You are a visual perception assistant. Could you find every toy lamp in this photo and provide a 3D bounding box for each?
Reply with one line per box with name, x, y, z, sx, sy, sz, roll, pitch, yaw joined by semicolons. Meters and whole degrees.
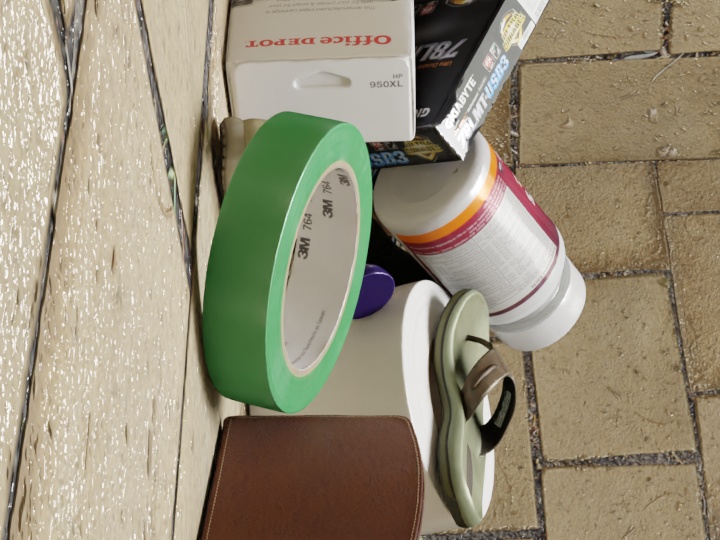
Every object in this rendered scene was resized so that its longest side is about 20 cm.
toy lamp;-0.038;-0.051;1.539;0.058;0.058;0.201;85;-21;-51

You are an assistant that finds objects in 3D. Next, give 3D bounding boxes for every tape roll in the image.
tape roll;-0.047;-0.005;1.310;0.200;0.048;0.203;13;90;-74
tape roll;0.013;0.120;1.570;0.202;0.138;0.205;-13;90;-70

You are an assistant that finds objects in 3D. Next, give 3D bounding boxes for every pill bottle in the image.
pill bottle;0.104;-0.024;1.606;0.200;0.109;0.110;46;31;-39

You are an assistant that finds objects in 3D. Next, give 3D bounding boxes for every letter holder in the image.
letter holder;-0.026;0.183;1.265;0.200;0.141;0.102;-87;174;-67

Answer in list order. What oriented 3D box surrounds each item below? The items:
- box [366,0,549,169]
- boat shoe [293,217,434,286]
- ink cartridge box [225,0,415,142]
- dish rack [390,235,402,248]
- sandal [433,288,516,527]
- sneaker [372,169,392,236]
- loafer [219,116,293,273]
box;0.048;-0.173;1.601;0.050;0.199;0.199;47;60;-29
boat shoe;0.000;0.000;1.653;0.074;0.199;0.076;5;-114;58
ink cartridge box;-0.028;-0.192;1.527;0.201;0.143;0.085;-89;175;-49
dish rack;-0.013;-0.065;1.932;0.054;0.153;0.201;37;43;-28
sandal;0.097;0.108;1.516;0.080;0.057;0.203;50;34;-50
sneaker;0.038;-0.099;1.757;0.200;0.069;0.110;112;-19;-81
loafer;-0.064;-0.047;1.437;0.200;0.068;0.076;82;6;-65
